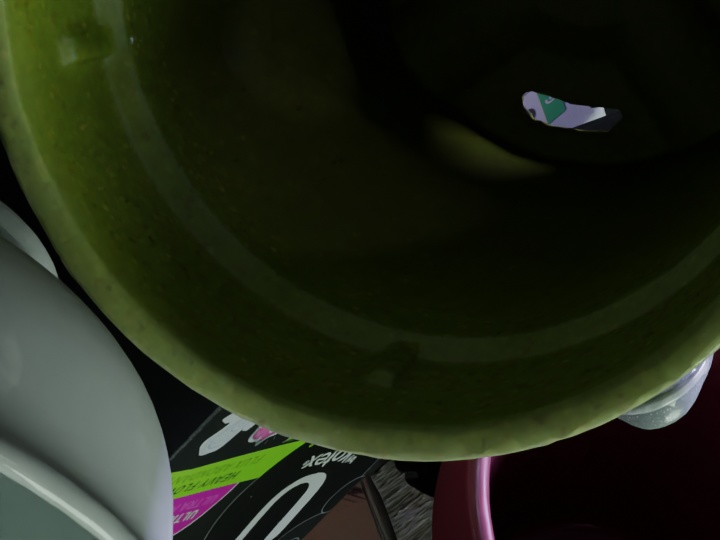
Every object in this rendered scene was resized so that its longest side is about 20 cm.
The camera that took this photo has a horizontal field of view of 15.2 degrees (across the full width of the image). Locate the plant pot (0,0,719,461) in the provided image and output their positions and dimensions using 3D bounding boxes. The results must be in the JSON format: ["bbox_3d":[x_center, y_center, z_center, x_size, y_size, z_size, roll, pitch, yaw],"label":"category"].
[{"bbox_3d":[0.035,-0.075,0.649,0.200,0.200,0.184,-45,175,21],"label":"plant pot"}]

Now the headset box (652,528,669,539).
[{"bbox_3d":[0.103,0.053,1.177,0.075,0.149,0.200,-20,155,-49],"label":"headset box"}]

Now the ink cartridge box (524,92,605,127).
[{"bbox_3d":[0.000,0.000,0.935,0.200,0.050,0.161,-40,152,-6],"label":"ink cartridge box"}]

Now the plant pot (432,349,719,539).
[{"bbox_3d":[0.111,0.124,1.028,0.200,0.200,0.179,-31,164,-27],"label":"plant pot"}]

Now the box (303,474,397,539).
[{"bbox_3d":[-0.080,0.137,1.030,0.199,0.069,0.082,-21,155,0],"label":"box"}]

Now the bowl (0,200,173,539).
[{"bbox_3d":[-0.126,0.030,0.616,0.201,0.200,0.091,114,-8,-58],"label":"bowl"}]

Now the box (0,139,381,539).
[{"bbox_3d":[-0.084,0.037,0.758,0.200,0.124,0.148,-46,162,24],"label":"box"}]

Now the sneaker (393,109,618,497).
[{"bbox_3d":[0.059,-0.009,1.084,0.087,0.075,0.201,-97,-152,-57],"label":"sneaker"}]

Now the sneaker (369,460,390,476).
[{"bbox_3d":[-0.045,0.079,1.099,0.087,0.076,0.200,-13,149,-28],"label":"sneaker"}]

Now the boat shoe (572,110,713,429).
[{"bbox_3d":[0.076,-0.008,0.816,0.074,0.065,0.202,-21,-170,5],"label":"boat shoe"}]
